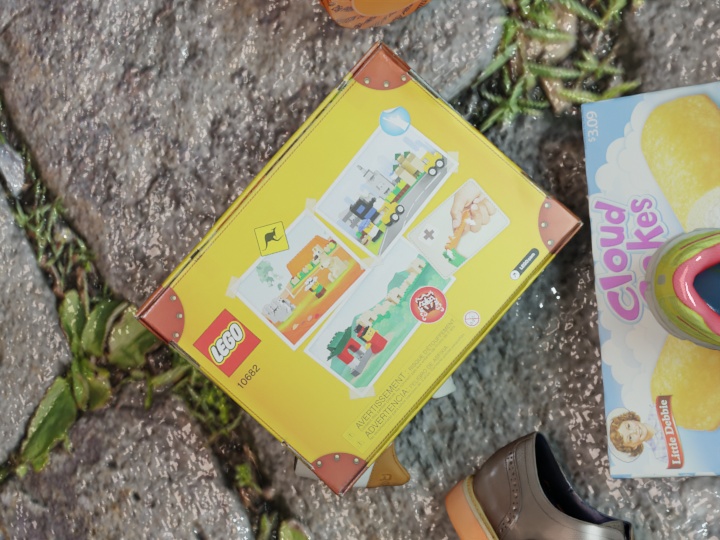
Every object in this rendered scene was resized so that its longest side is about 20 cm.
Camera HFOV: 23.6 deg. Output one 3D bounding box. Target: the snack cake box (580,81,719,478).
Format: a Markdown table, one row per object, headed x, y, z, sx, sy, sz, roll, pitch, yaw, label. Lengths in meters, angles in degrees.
| x | y | z | sx | sy | sz | roll | pitch | yaw | label |
| --- | --- | --- | --- | --- | --- | --- | --- | --- | --- |
| 0.185 | 0.006 | 0.896 | 0.115 | 0.067 | 0.200 | -7 | 86 | 33 | snack cake box |

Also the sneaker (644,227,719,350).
| x | y | z | sx | sy | sz | roll | pitch | yaw | label |
| --- | --- | --- | --- | --- | --- | --- | --- | --- | --- |
| 0.229 | 0.018 | 0.787 | 0.200 | 0.090 | 0.078 | 2 | 87 | 11 | sneaker |

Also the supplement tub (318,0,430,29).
| x | y | z | sx | sy | sz | roll | pitch | yaw | label |
| --- | --- | --- | --- | --- | --- | --- | --- | --- | --- |
| -0.021 | -0.248 | 1.009 | 0.123 | 0.123 | 0.200 | -41 | 67 | 27 | supplement tub |

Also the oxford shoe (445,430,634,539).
| x | y | z | sx | sy | sz | roll | pitch | yaw | label |
| --- | --- | --- | --- | --- | --- | --- | --- | --- | --- |
| 0.126 | 0.176 | 0.934 | 0.073 | 0.071 | 0.200 | -46 | 65 | 19 | oxford shoe |

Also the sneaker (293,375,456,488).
| x | y | z | sx | sy | sz | roll | pitch | yaw | label |
| --- | --- | --- | --- | --- | --- | --- | --- | --- | --- |
| 0.021 | 0.031 | 1.023 | 0.085 | 0.073 | 0.200 | 12 | 88 | -1 | sneaker |

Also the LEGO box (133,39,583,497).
| x | y | z | sx | sy | sz | roll | pitch | yaw | label |
| --- | --- | --- | --- | --- | --- | --- | --- | --- | --- |
| 0.000 | 0.000 | 0.948 | 0.149 | 0.077 | 0.200 | 42 | 90 | 2 | LEGO box |
